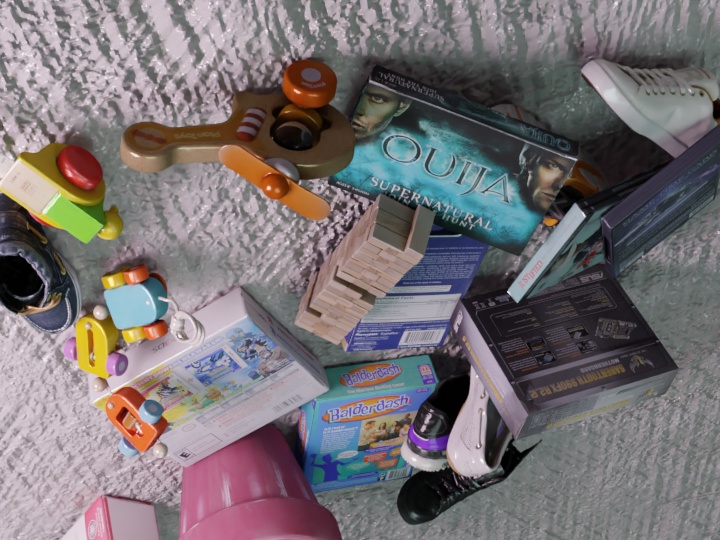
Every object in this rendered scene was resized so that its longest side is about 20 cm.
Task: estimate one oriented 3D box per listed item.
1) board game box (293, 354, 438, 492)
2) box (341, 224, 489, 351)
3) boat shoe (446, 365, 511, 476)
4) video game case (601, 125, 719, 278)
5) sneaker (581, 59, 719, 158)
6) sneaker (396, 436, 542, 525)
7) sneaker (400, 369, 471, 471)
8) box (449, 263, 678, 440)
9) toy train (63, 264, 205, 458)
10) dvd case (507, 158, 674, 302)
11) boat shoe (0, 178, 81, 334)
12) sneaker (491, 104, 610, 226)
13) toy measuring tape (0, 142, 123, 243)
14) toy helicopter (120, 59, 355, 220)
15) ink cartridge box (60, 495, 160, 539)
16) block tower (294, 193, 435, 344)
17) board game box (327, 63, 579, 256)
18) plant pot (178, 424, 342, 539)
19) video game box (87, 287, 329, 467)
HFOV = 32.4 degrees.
[{"bbox_3d":[0.002,0.187,1.482,0.150,0.045,0.201,-6,140,-16],"label":"board game box"},{"bbox_3d":[0.059,0.010,1.308,0.120,0.033,0.201,-1,139,-22],"label":"box"},{"bbox_3d":[0.160,0.133,1.372,0.070,0.202,0.069,28,160,-29],"label":"boat shoe"},{"bbox_3d":[0.306,-0.064,1.254,0.142,0.019,0.200,-38,161,1],"label":"video game case"},{"bbox_3d":[0.282,-0.171,1.168,0.199,0.073,0.085,18,120,-48],"label":"sneaker"},{"bbox_3d":[0.139,0.255,1.572,0.199,0.061,0.104,-21,169,-45],"label":"sneaker"},{"bbox_3d":[0.132,0.156,1.443,0.199,0.069,0.101,-23,134,-47],"label":"sneaker"},{"bbox_3d":[0.218,0.083,1.336,0.198,0.159,0.049,-13,144,-23],"label":"box"},{"bbox_3d":[-0.211,0.082,1.217,0.056,0.150,0.201,-35,160,-53],"label":"toy train"},{"bbox_3d":[0.250,-0.045,1.257,0.199,0.022,0.146,-21,156,-37],"label":"dvd case"},{"bbox_3d":[-0.300,0.016,1.119,0.070,0.092,0.201,-16,141,-4],"label":"boat shoe"},{"bbox_3d":[0.167,-0.093,1.200,0.077,0.079,0.199,-36,140,28],"label":"sneaker"},{"bbox_3d":[-0.280,-0.094,1.040,0.199,0.074,0.073,38,118,-21],"label":"toy measuring tape"},{"bbox_3d":[-0.099,-0.100,1.033,0.197,0.133,0.079,-6,140,-16],"label":"toy helicopter"},{"bbox_3d":[-0.323,0.393,1.508,0.084,0.147,0.200,19,128,-39],"label":"ink cartridge box"},{"bbox_3d":[0.000,0.000,1.207,0.057,0.054,0.200,25,144,-14],"label":"block tower"},{"bbox_3d":[0.081,-0.097,1.125,0.198,0.028,0.136,19,137,-5],"label":"board game box"},{"bbox_3d":[-0.129,0.284,1.434,0.197,0.180,0.201,-11,140,-9],"label":"plant pot"},{"bbox_3d":[-0.161,0.121,1.337,0.198,0.047,0.182,-29,142,12],"label":"video game box"}]
